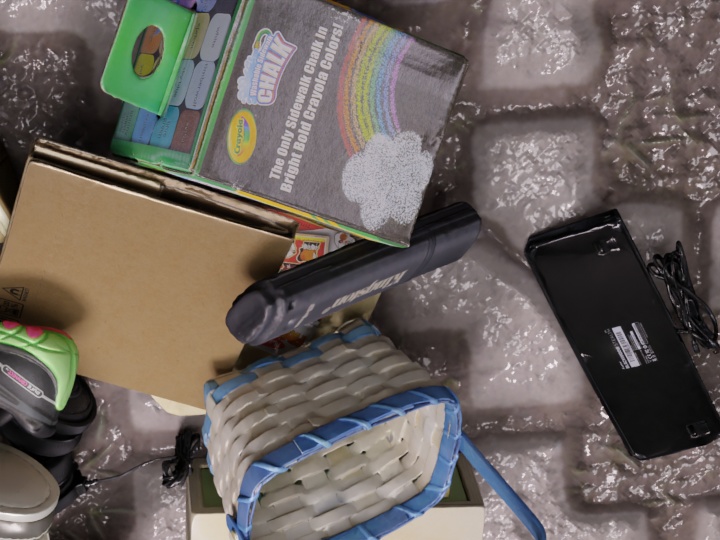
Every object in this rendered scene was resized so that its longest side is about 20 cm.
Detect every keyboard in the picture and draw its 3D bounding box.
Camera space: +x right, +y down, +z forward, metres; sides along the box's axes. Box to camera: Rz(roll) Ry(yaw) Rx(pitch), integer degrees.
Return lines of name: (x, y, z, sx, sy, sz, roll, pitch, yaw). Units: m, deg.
keyboard: (0.198, 0.039, 1.364, 0.104, 0.040, 0.200, -16, 120, 26)

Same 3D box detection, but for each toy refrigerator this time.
toy refrigerator: (-0.020, 0.170, 1.364, 0.200, 0.076, 0.070, 0, 115, -7)

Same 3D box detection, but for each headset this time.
headset: (-0.211, 0.110, 1.325, 0.200, 0.094, 0.124, 14, 117, 3)

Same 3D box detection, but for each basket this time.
basket: (0.000, 0.140, 1.245, 0.176, 0.200, 0.139, -19, 138, -18)

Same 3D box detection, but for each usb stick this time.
usb stick: (0.000, 0.000, 1.216, 0.055, 0.200, 0.033, -41, 76, 44)

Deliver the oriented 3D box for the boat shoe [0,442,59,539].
boat shoe: (-0.280, 0.143, 1.273, 0.202, 0.072, 0.060, 12, 116, 24)

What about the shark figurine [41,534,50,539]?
shark figurine: (-0.146, 0.230, 1.328, 0.089, 0.214, 0.128, -29, 135, -38)

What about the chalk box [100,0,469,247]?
chalk box: (-0.062, -0.104, 1.160, 0.200, 0.124, 0.125, 19, 89, -30)

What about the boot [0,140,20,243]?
boot: (-0.314, -0.070, 1.213, 0.155, 0.072, 0.200, -33, 109, 7)

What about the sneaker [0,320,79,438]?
sneaker: (-0.271, 0.072, 1.237, 0.200, 0.077, 0.084, 0, 81, 27)

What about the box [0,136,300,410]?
box: (-0.143, 0.009, 1.221, 0.163, 0.021, 0.200, 17, 141, -9)

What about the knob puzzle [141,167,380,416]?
knob puzzle: (-0.084, 0.008, 1.303, 0.219, 0.030, 0.220, -3, 116, -5)
